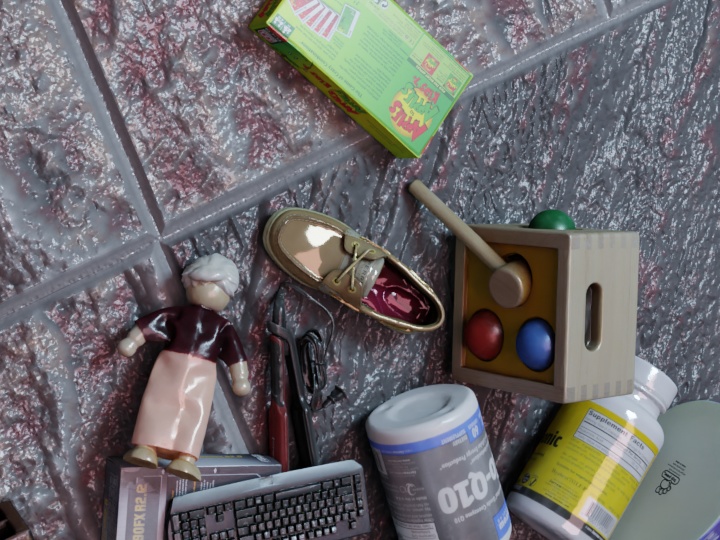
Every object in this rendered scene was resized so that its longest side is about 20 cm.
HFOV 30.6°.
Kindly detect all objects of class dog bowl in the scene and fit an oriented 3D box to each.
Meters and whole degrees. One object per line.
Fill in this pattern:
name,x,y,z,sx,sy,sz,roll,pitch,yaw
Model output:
dog bowl,0.346,0.239,1.378,0.079,0.200,0.201,38,78,-21

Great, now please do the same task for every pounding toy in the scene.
pounding toy,0.155,0.015,1.285,0.141,0.184,0.202,-3,96,-38

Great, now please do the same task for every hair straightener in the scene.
hair straightener,-0.053,0.111,1.259,0.076,0.041,0.202,-6,93,-26

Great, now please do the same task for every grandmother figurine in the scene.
grandmother figurine,-0.155,0.078,1.172,0.121,0.061,0.201,21,71,-17

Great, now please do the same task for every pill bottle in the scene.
pill bottle,0.084,0.224,1.291,0.113,0.114,0.201,-23,105,-23
pill bottle,0.246,0.188,1.372,0.111,0.111,0.201,39,77,-24

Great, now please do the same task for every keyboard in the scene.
keyboard,-0.081,0.252,1.209,0.199,0.021,0.128,-8,98,-26

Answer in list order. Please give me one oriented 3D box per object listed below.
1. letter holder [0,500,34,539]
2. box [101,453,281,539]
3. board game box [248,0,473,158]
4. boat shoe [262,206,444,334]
letter holder,-0.316,0.323,1.107,0.141,0.100,0.201,-24,105,-21
box,-0.158,0.272,1.209,0.157,0.048,0.202,2,93,-26
board game box,0.003,-0.207,1.248,0.200,0.048,0.102,39,78,-24
boat shoe,0.000,0.000,1.254,0.199,0.066,0.074,28,82,-26
